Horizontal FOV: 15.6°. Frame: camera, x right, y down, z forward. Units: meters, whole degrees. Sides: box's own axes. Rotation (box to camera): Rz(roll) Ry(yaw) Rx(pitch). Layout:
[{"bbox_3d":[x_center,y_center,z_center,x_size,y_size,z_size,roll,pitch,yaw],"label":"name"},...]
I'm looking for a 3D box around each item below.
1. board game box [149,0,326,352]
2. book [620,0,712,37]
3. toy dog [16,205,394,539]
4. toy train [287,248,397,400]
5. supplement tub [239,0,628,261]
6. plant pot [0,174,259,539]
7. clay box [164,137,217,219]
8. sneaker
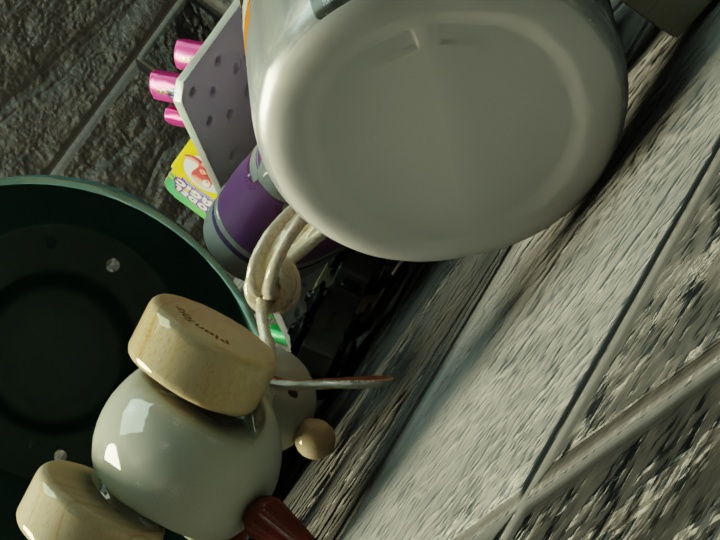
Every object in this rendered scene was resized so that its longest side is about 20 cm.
[{"bbox_3d":[-0.016,-0.091,1.289,0.200,0.026,0.200,-57,-35,-28],"label":"board game box"},{"bbox_3d":[0.162,-0.183,0.868,0.200,0.048,0.134,-55,2,42],"label":"book"},{"bbox_3d":[-0.036,0.064,0.939,0.132,0.096,0.200,-61,-12,30],"label":"toy dog"},{"bbox_3d":[0.000,0.000,1.223,0.200,0.034,0.046,-64,-2,-57],"label":"toy train"},{"bbox_3d":[0.018,-0.107,0.899,0.123,0.122,0.200,-52,27,30],"label":"supplement tub"},{"bbox_3d":[-0.137,0.051,1.141,0.201,0.200,0.161,-54,8,4],"label":"plant pot"},{"bbox_3d":[-0.030,-0.072,1.498,0.048,0.115,0.200,-57,6,-33],"label":"clay box"},{"bbox_3d":[0.019,-0.075,1.180,0.200,0.073,0.114,-45,-10,-48],"label":"sneaker"}]
